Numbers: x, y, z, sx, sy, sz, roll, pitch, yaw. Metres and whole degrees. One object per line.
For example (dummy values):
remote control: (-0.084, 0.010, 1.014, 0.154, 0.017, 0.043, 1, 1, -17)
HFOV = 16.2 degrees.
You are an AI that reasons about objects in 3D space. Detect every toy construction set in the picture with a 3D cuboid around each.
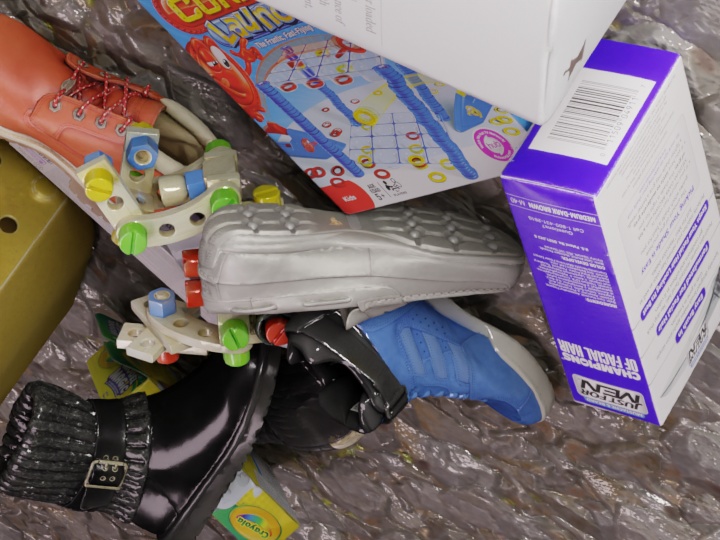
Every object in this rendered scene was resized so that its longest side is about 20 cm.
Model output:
toy construction set: (-0.108, -0.004, 1.614, 0.131, 0.092, 0.200, -6, 138, -5)

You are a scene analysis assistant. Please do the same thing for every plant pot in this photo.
plant pot: (-0.301, -0.009, 1.793, 0.195, 0.194, 0.200, 35, 146, -4)

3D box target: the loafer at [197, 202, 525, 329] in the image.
loafer: (0.000, 0.000, 1.549, 0.200, 0.070, 0.070, 3, 116, -7)

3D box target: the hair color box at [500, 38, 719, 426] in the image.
hair color box: (0.146, -0.020, 1.403, 0.065, 0.109, 0.200, 14, 146, 31)

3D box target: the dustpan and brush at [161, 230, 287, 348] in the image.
dustpan and brush: (-0.029, 0.025, 1.718, 0.139, 0.057, 0.200, -7, 127, 33)

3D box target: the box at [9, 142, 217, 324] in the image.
box: (-0.152, -0.040, 1.741, 0.200, 0.039, 0.041, 42, 151, -17)

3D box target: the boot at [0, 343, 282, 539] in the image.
boot: (-0.157, 0.099, 1.786, 0.158, 0.079, 0.211, 23, 116, -14)

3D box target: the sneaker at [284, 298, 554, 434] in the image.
sneaker: (0.033, 0.069, 1.630, 0.200, 0.111, 0.077, 41, 159, -30)

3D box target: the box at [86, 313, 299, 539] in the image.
box: (-0.135, 0.121, 1.911, 0.200, 0.048, 0.117, 49, -178, -23)

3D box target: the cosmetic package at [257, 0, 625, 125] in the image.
cosmetic package: (0.039, -0.206, 1.164, 0.200, 0.165, 0.165, 25, 151, 15)

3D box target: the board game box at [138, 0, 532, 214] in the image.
board game box: (-0.001, -0.130, 1.435, 0.196, 0.056, 0.200, 45, 149, -22)

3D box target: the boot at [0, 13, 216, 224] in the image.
boot: (-0.178, -0.110, 1.635, 0.200, 0.075, 0.107, 38, 149, -26)

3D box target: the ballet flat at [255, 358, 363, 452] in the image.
ballet flat: (-0.047, 0.097, 1.834, 0.057, 0.067, 0.200, 17, 172, -31)
